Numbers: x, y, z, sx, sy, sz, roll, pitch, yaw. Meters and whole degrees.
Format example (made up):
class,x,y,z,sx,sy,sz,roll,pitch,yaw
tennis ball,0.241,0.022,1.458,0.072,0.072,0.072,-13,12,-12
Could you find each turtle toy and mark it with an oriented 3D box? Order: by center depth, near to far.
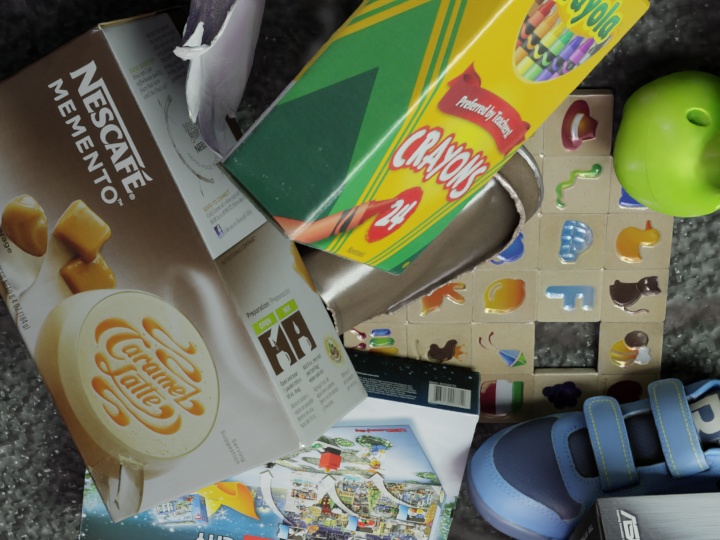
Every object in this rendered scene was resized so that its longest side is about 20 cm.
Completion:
class,x,y,z,sx,sy,sz,roll,pitch,yaw
turtle toy,0.211,-0.065,0.784,0.199,0.101,0.146,-14,123,12

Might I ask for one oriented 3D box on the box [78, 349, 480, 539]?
class,x,y,z,sx,sy,sz,roll,pitch,yaw
box,-0.046,0.100,0.940,0.199,0.038,0.137,10,126,-2

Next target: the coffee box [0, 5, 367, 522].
class,x,y,z,sx,sy,sz,roll,pitch,yaw
coffee box,-0.096,-0.004,0.797,0.114,0.080,0.201,-23,95,27

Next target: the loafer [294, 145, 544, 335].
class,x,y,z,sx,sy,sz,roll,pitch,yaw
loafer,0.000,0.000,0.845,0.200,0.071,0.073,-28,116,25

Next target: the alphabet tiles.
class,x,y,z,sx,sy,sz,roll,pitch,yaw
alphabet tiles,0.073,-0.002,0.890,0.166,0.008,0.201,0,124,3

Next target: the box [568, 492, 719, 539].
class,x,y,z,sx,sy,sz,roll,pitch,yaw
box,0.174,0.172,0.914,0.158,0.049,0.200,-1,152,-11

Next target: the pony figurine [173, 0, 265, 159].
class,x,y,z,sx,sy,sz,roll,pitch,yaw
pony figurine,-0.069,-0.163,0.691,0.199,0.194,0.167,21,167,-3

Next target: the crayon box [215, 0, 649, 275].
class,x,y,z,sx,sy,sz,roll,pitch,yaw
crayon box,0.046,-0.091,0.731,0.200,0.127,0.051,-48,69,10

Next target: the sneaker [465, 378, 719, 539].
class,x,y,z,sx,sy,sz,roll,pitch,yaw
sneaker,0.152,0.092,0.900,0.199,0.074,0.082,-3,143,-10
